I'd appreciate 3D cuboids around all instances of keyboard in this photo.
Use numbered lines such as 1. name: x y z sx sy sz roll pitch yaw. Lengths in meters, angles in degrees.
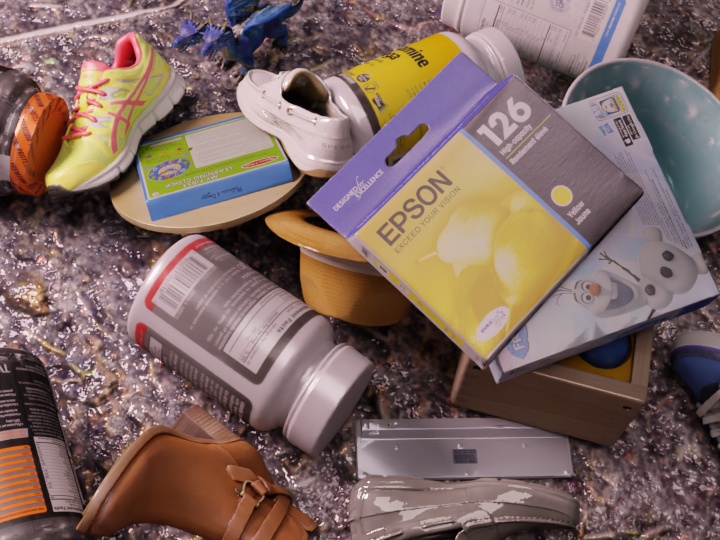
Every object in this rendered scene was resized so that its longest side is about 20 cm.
1. keyboard: 0.093 0.161 0.985 0.197 0.011 0.057 0 67 -5

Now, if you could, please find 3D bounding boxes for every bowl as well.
1. bowl: 0.269 -0.096 1.073 0.198 0.105 0.204 7 61 -13

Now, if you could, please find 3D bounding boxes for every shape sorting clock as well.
1. shape sorting clock: -0.142 -0.095 1.044 0.197 0.040 0.201 -7 33 5

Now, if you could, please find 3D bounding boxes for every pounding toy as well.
1. pounding toy: 0.170 0.019 0.982 0.181 0.143 0.202 14 60 2

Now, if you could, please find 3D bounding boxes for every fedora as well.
1. fedora: 0.000 0.000 0.989 0.197 0.201 0.083 11 100 0

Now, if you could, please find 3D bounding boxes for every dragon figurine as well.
1. dragon figurine: -0.109 -0.264 1.134 0.059 0.100 0.200 40 66 15

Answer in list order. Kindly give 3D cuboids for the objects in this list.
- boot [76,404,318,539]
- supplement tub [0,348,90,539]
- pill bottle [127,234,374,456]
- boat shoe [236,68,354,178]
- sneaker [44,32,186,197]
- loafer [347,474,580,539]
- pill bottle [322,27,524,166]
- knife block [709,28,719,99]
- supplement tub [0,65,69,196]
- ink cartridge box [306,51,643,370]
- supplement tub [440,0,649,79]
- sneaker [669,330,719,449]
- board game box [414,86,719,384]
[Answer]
1. boot: -0.119 0.192 0.862 0.154 0.074 0.200 42 25 7
2. supplement tub: -0.287 0.175 0.865 0.121 0.123 0.202 -17 65 -14
3. pill bottle: -0.094 0.067 0.955 0.199 0.114 0.114 33 64 11
4. boat shoe: -0.057 -0.158 1.028 0.070 0.070 0.200 -6 33 -31
5. sneaker: -0.251 -0.152 1.052 0.077 0.091 0.201 -3 43 34
6. loafer: 0.088 0.215 0.925 0.197 0.070 0.071 0 67 3
7. pill bottle: 0.061 -0.170 1.095 0.198 0.113 0.113 -25 67 -18
8. knife block: 0.407 -0.160 1.163 0.063 0.178 0.200 13 17 0
9. supplement tub: -0.386 -0.143 1.031 0.197 0.123 0.124 16 62 4
10. ink cartridge box: 0.092 -0.060 0.881 0.200 0.047 0.198 43 76 9
11. supplement tub: 0.199 -0.289 1.161 0.198 0.132 0.133 24 62 7
12. sneaker: 0.344 0.160 0.968 0.199 0.081 0.147 34 60 6
13. board game box: 0.169 -0.033 0.921 0.196 0.043 0.202 -18 73 -10
